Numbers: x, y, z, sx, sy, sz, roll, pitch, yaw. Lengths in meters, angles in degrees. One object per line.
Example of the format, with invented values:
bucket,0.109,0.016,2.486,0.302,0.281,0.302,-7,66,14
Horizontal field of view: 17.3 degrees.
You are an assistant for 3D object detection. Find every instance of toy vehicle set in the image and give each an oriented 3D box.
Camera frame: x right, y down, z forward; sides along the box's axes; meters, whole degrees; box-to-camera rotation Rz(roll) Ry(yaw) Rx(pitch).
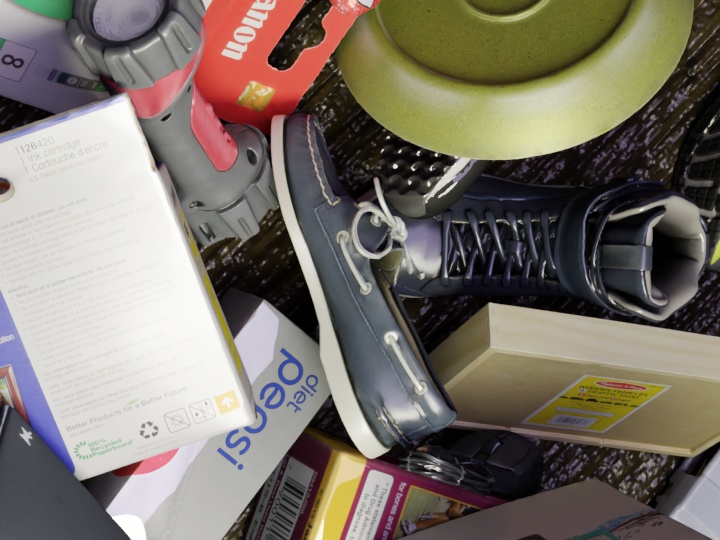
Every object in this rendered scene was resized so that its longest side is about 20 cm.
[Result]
toy vehicle set,0.136,0.066,1.366,0.199,0.124,0.027,9,64,-22

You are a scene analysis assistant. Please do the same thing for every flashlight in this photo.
flashlight,-0.089,-0.088,1.236,0.067,0.200,0.068,-7,63,15

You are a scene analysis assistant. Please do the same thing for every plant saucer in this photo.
plant saucer,0.081,-0.149,1.290,0.200,0.200,0.031,-37,147,-13

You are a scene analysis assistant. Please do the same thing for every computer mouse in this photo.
computer mouse,0.064,0.103,1.318,0.058,0.200,0.034,20,90,16

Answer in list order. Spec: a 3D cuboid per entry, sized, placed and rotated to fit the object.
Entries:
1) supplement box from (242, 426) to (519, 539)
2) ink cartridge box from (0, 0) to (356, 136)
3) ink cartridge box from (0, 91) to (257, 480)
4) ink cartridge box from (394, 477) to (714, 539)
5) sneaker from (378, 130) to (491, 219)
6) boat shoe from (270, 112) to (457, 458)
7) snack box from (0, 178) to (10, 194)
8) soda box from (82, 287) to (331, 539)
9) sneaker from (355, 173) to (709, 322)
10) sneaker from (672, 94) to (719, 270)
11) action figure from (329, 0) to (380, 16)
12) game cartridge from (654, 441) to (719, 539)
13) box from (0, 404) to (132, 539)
supplement box,0.036,0.180,1.350,0.199,0.103,0.132,21,89,-21
ink cartridge box,-0.099,-0.136,1.240,0.199,0.050,0.161,19,133,-21
ink cartridge box,-0.177,0.020,1.216,0.197,0.047,0.201,-18,114,2
ink cartridge box,0.113,0.214,1.221,0.145,0.200,0.148,-15,103,-17
sneaker,0.087,-0.096,1.337,0.090,0.070,0.201,48,60,-38
boat shoe,0.000,0.000,1.286,0.062,0.075,0.201,-21,67,12
snack box,-0.213,-0.007,1.266,0.199,0.037,0.117,15,92,-22
soda box,-0.098,0.109,1.311,0.068,0.063,0.200,40,81,-20
sneaker,0.097,-0.015,1.329,0.201,0.146,0.077,-3,99,-19
sneaker,0.256,-0.088,1.422,0.081,0.074,0.201,27,88,-25
action figure,0.063,-0.177,1.227,0.199,0.065,0.052,-26,91,-28
game cartridge,0.282,0.116,1.475,0.133,0.040,0.200,41,81,-24
box,-0.200,0.214,1.212,0.198,0.123,0.200,-35,111,14
